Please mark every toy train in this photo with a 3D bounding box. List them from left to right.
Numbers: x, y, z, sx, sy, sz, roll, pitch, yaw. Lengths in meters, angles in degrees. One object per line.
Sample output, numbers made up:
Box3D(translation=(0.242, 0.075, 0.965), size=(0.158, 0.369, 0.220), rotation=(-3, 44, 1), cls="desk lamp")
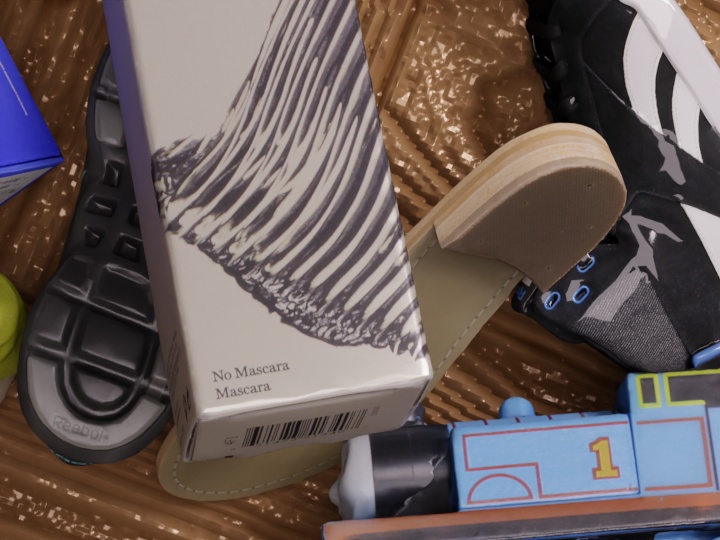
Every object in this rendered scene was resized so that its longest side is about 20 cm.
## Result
Box3D(translation=(0.078, 0.098, 0.805), size=(0.199, 0.087, 0.115), rotation=(-4, 64, -1), cls="toy train")

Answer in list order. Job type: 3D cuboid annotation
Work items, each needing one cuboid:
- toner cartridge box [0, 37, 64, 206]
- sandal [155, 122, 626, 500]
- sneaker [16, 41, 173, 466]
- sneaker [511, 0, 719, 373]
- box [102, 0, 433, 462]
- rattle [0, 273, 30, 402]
Box3D(translation=(-0.185, -0.109, 0.756), size=(0.043, 0.095, 0.201), rotation=(-32, 83, 27), cls="toner cartridge box")
Box3D(translation=(0.004, 0.002, 0.823), size=(0.212, 0.070, 0.078), rotation=(-39, 138, 25), cls="sandal")
Box3D(translation=(-0.074, -0.021, 0.813), size=(0.075, 0.079, 0.201), rotation=(23, 72, 0), cls="sneaker")
Box3D(translation=(0.084, -0.040, 0.822), size=(0.112, 0.073, 0.200), rotation=(-39, 97, -1), cls="sneaker")
Box3D(translation=(-0.036, -0.043, 0.748), size=(0.082, 0.068, 0.201), rotation=(-10, 74, -11), cls="box")
Box3D(translation=(-0.222, 0.045, 0.803), size=(0.143, 0.130, 0.200), rotation=(43, 116, 3), cls="rattle")
